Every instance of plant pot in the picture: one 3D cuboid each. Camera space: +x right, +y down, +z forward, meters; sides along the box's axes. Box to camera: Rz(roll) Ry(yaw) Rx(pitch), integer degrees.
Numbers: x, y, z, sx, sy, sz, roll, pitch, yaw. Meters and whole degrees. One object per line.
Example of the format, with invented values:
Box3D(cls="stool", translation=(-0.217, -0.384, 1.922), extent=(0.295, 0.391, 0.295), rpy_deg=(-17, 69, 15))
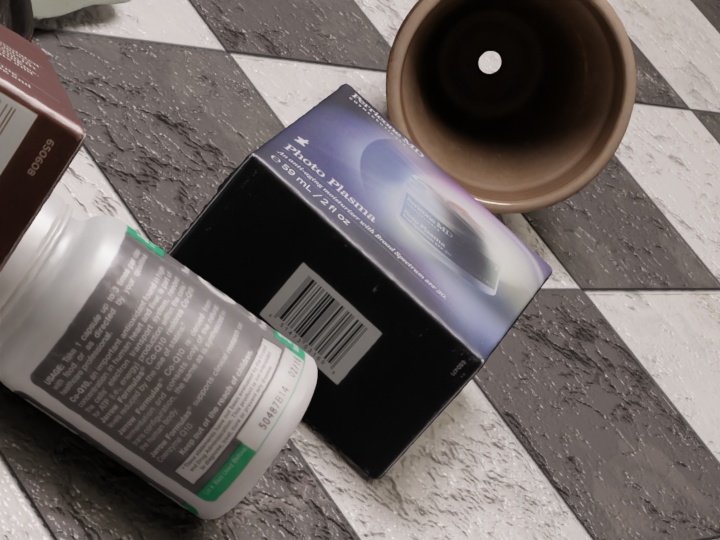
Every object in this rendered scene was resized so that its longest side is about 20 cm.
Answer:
Box3D(cls="plant pot", translation=(0.113, -0.161, 1.950), extent=(0.200, 0.200, 0.175), rpy_deg=(36, 9, -11))

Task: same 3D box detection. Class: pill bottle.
Box3D(cls="pill bottle", translation=(-0.133, 0.041, 1.344), extent=(0.200, 0.113, 0.113), rpy_deg=(36, 26, -12))

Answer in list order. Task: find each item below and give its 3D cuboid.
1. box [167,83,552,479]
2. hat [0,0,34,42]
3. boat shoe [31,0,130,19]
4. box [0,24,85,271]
Box3D(cls="box", translation=(0.000, 0.000, 1.586), extent=(0.200, 0.123, 0.198), rpy_deg=(42, 24, 1))
Box3D(cls="hat", translation=(-0.256, -0.156, 1.523), extent=(0.200, 0.081, 0.201), rpy_deg=(31, 26, -18))
Box3D(cls="boat shoe", translation=(-0.227, -0.218, 1.691), extent=(0.071, 0.070, 0.201), rpy_deg=(15, 12, 24))
Box3D(cls="box", translation=(-0.258, -0.065, 1.217), extent=(0.166, 0.164, 0.200), rpy_deg=(31, 7, -19))
